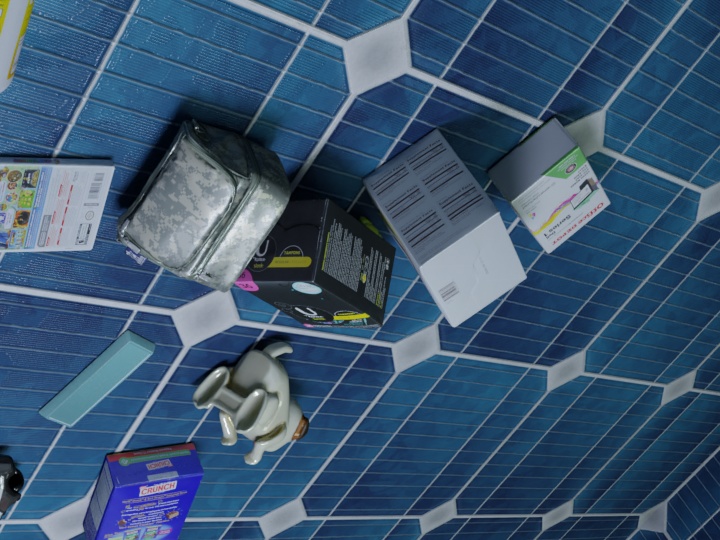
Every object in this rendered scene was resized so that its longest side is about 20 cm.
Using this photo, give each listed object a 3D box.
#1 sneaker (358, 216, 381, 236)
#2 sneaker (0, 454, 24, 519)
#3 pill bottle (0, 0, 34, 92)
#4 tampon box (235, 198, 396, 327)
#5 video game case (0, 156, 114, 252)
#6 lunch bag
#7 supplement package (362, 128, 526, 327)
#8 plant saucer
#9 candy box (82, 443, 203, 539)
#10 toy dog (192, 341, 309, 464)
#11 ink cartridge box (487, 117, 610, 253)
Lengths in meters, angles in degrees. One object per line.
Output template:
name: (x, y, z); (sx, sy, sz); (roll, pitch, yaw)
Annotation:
sneaker: (0.000, 0.000, 1.745); (0.082, 0.074, 0.202); (-22, 142, -21)
sneaker: (-0.581, 0.361, 1.712); (0.096, 0.071, 0.203); (-9, 135, -26)
pill bottle: (-0.405, -0.256, 1.135); (0.103, 0.105, 0.202); (1, 131, -37)
tampon box: (-0.064, -0.006, 1.596); (0.148, 0.129, 0.199); (-2, 159, 33)
video game case: (-0.425, -0.083, 1.384); (0.197, 0.018, 0.144); (-3, 134, -35)
lunch bag: (-0.213, -0.090, 1.446); (0.166, 0.140, 0.201); (25, 115, -31)
supplement package: (0.130, -0.064, 1.666); (0.146, 0.201, 0.192); (-33, 143, 1)
plant saucer: (-0.407, 0.173, 1.680); (0.199, 0.019, 0.070); (-41, 142, 10)
candy box: (-0.384, 0.405, 1.904); (0.167, 0.078, 0.202); (-1, 134, -34)
toy dog: (-0.169, 0.230, 1.848); (0.196, 0.138, 0.201); (-62, 149, -24)
ink cartridge box: (0.321, -0.139, 1.822); (0.144, 0.084, 0.200); (-39, 143, 7)
